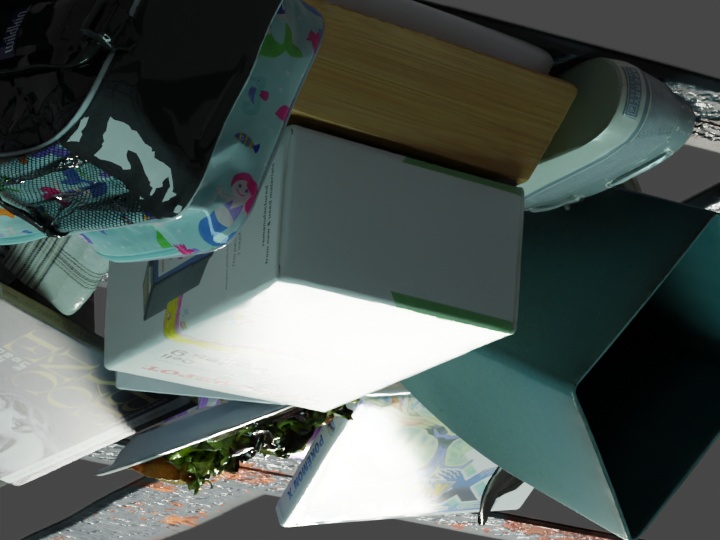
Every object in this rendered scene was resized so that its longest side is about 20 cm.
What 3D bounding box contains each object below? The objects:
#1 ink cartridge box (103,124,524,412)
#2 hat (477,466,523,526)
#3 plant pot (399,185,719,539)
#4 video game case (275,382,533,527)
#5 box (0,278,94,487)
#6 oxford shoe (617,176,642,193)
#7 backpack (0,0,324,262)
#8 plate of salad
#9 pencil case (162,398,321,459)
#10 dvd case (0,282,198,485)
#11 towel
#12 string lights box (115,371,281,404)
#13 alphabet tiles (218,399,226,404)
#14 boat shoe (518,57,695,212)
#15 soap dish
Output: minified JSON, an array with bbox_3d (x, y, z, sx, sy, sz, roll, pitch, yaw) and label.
[{"bbox_3d":[-0.028,0.005,1.528,0.145,0.088,0.200,14,160,-29],"label":"ink cartridge box"},{"bbox_3d":[0.112,0.070,1.904,0.081,0.201,0.201,39,165,9],"label":"hat"},{"bbox_3d":[0.101,0.031,1.656,0.200,0.141,0.141,22,150,37],"label":"plant pot"},{"bbox_3d":[0.058,0.125,2.088,0.200,0.022,0.182,-2,145,-25],"label":"video game case"},{"bbox_3d":[-0.284,0.041,1.866,0.200,0.149,0.124,21,145,-40],"label":"box"},{"bbox_3d":[0.146,-0.020,1.731,0.075,0.058,0.200,28,156,22],"label":"oxford shoe"},{"bbox_3d":[-0.127,-0.093,1.368,0.200,0.178,0.151,-6,143,42],"label":"backpack"},{"bbox_3d":[-0.066,0.098,1.778,0.200,0.048,0.200,-21,179,0],"label":"plate of salad"},{"bbox_3d":[-0.051,0.107,2.132,0.200,0.086,0.084,12,167,-23],"label":"pencil case"},{"bbox_3d":[-0.216,0.072,1.765,0.149,0.016,0.200,-25,147,25],"label":"dvd case"},{"bbox_3d":[-0.221,-0.054,1.642,0.193,0.035,0.200,32,154,-8],"label":"towel"},{"bbox_3d":[-0.096,0.021,1.749,0.103,0.059,0.200,6,-167,-7],"label":"string lights box"},{"bbox_3d":[0.006,0.055,1.926,0.200,0.015,0.196,-18,174,8],"label":"alphabet tiles"},{"bbox_3d":[0.104,-0.059,1.587,0.071,0.070,0.201,20,155,-31],"label":"boat shoe"},{"bbox_3d":[-0.011,-0.086,1.521,0.200,0.081,0.157,15,160,-31],"label":"soap dish"}]
